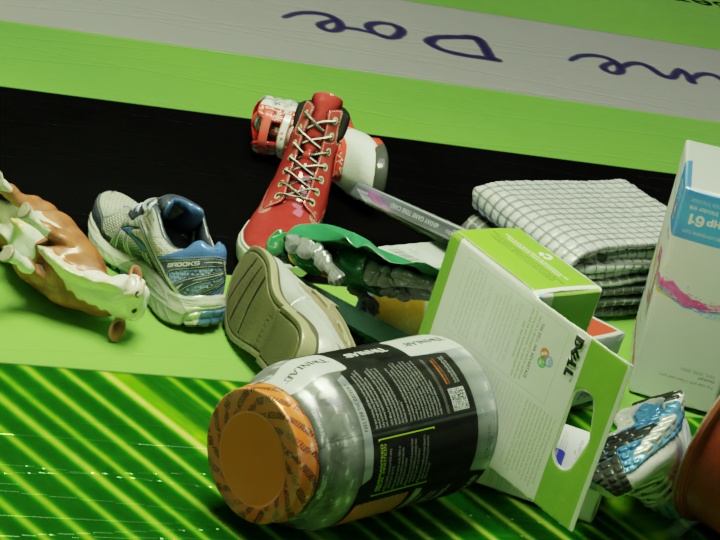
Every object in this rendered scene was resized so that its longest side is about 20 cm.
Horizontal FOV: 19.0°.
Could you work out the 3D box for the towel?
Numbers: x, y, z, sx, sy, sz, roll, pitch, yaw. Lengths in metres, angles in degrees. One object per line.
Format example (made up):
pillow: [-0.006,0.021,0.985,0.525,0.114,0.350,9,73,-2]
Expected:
towel: [0.220,-0.023,2.077,0.200,0.086,0.166,-4,28,-36]

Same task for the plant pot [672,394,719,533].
plant pot: [0.374,0.165,1.615,0.195,0.201,0.200,40,31,29]

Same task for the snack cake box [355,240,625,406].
snack cake box: [0.110,0.045,1.843,0.200,0.067,0.115,27,16,27]

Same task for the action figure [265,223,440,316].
action figure: [0.000,0.000,1.783,0.200,0.055,0.118,17,-13,36]

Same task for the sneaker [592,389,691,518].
sneaker: [0.228,0.154,1.656,0.075,0.087,0.200,-20,2,22]

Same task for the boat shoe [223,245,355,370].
boat shoe: [-0.057,0.046,1.754,0.068,0.075,0.200,23,17,-27]

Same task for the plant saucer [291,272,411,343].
plant saucer: [0.027,0.060,1.797,0.200,0.019,0.070,27,-9,27]

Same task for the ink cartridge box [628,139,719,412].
ink cartridge box: [0.302,0.005,1.913,0.084,0.201,0.145,13,21,4]

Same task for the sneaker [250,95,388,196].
sneaker: [-0.048,-0.121,2.151,0.108,0.067,0.201,6,21,-21]

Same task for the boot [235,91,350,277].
boot: [-0.056,-0.083,1.951,0.072,0.145,0.200,18,24,0]

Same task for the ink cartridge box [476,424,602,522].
ink cartridge box: [0.099,0.133,1.689,0.199,0.037,0.095,21,23,6]

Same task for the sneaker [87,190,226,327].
sneaker: [-0.165,-0.031,1.832,0.077,0.085,0.200,-2,27,-37]

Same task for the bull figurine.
bull figurine: [-0.252,-0.016,1.744,0.121,0.065,0.200,41,-7,-41]

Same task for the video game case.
video game case: [0.097,-0.023,1.962,0.143,0.019,0.200,28,0,-40]

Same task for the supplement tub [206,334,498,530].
supplement tub: [-0.006,0.116,1.542,0.200,0.123,0.122,-8,32,-46]

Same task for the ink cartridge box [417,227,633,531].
ink cartridge box: [0.134,0.079,1.607,0.076,0.148,0.200,-5,32,-42]
